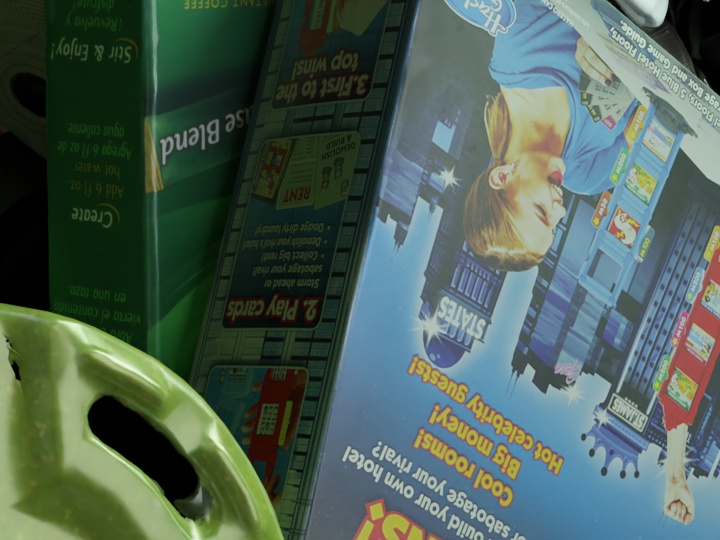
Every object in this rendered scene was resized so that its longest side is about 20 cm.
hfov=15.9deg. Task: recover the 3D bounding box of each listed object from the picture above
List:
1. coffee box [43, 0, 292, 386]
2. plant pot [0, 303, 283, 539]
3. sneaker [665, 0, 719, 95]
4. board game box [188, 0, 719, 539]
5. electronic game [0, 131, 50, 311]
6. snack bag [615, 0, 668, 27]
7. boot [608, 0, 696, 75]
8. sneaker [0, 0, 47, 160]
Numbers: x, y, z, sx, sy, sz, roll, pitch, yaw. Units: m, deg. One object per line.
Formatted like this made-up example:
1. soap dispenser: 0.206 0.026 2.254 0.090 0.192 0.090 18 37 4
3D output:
1. coffee box: -0.022 0.000 0.663 0.123 0.044 0.200 -6 100 -47
2. plant pot: -0.112 0.078 0.522 0.200 0.190 0.200 4 82 -34
3. sneaker: 0.153 -0.053 0.940 0.104 0.060 0.200 58 7 -41
4. board game box: 0.034 0.043 0.626 0.200 0.062 0.200 36 69 -31
5. electronic game: -0.068 0.056 0.725 0.200 0.042 0.200 26 55 -43
6. snack bag: 0.066 -0.201 0.908 0.200 0.021 0.189 46 41 -19
7. boot: 0.049 -0.069 0.867 0.174 0.069 0.200 -31 96 -53
8. sneaker: -0.084 -0.117 0.701 0.200 0.073 0.112 47 49 -17
